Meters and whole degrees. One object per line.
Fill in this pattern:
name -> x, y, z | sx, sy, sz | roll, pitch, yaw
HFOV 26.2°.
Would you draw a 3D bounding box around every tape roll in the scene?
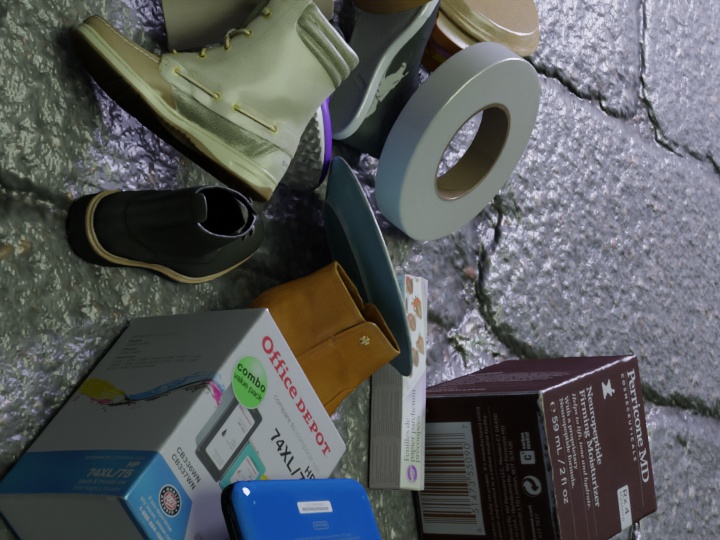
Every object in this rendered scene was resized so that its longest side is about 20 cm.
tape roll -> 0.096, -0.122, 1.484 | 0.202, 0.037, 0.204 | -36, 148, -27

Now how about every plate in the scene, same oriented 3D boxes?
plate -> 0.000, 0.000, 1.354 | 0.025, 0.200, 0.203 | -18, 103, -10

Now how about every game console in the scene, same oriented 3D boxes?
game console -> -0.062, 0.250, 1.115 | 0.199, 0.117, 0.173 | 14, 54, -63

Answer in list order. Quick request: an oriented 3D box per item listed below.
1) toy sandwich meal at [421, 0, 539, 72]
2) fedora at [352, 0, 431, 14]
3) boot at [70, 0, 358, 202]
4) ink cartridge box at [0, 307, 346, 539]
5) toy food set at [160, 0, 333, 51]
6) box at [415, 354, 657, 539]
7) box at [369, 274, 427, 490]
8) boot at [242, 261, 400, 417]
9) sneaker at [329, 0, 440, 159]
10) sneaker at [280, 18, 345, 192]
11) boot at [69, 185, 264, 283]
toy sandwich meal -> 0.102, -0.270, 1.566 | 0.204, 0.070, 0.207 | 30, 35, -24
fedora -> 0.025, -0.287, 1.393 | 0.201, 0.198, 0.083 | -53, 141, -41
boot -> -0.112, -0.171, 1.218 | 0.199, 0.072, 0.156 | 38, 78, -14
ink cartridge box -> -0.137, 0.149, 1.150 | 0.201, 0.145, 0.148 | -55, 127, -41
toy food set -> -0.109, -0.295, 1.280 | 0.142, 0.060, 0.203 | -12, 94, -8
box -> 0.169, 0.182, 1.524 | 0.199, 0.163, 0.168 | -13, 95, -52
box -> 0.036, 0.106, 1.466 | 0.038, 0.041, 0.203 | 13, 74, -50
boot -> -0.029, 0.101, 1.293 | 0.071, 0.143, 0.203 | -86, 151, -66
sneaker -> 0.039, -0.195, 1.466 | 0.099, 0.070, 0.202 | 36, 80, -49
sneaker -> -0.045, -0.174, 1.376 | 0.099, 0.069, 0.203 | -17, 99, -54
boot -> -0.109, -0.032, 1.217 | 0.199, 0.137, 0.079 | -7, 90, -53
